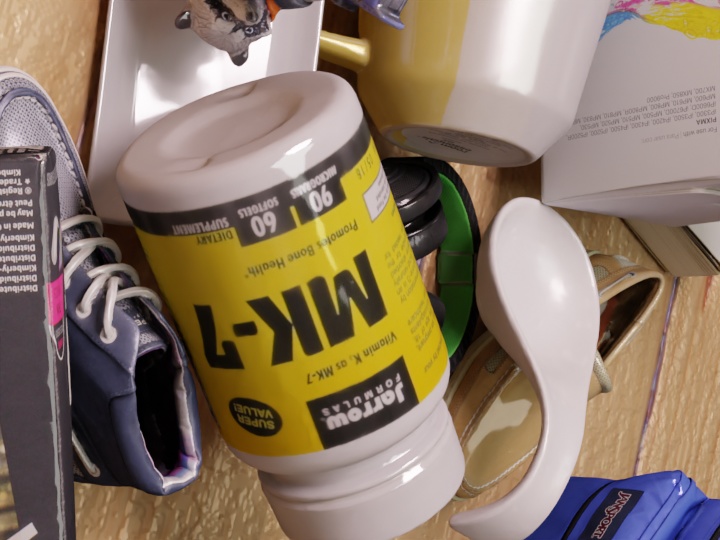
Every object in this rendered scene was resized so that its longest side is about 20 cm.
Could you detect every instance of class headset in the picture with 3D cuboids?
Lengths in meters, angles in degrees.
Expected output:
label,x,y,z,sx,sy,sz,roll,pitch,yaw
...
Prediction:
label,x,y,z,sx,sy,sz,roll,pitch,yaw
headset,0.000,0.000,1.035,0.200,0.094,0.124,-1,91,-62

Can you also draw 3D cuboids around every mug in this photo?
label,x,y,z,sx,sy,sz,roll,pitch,yaw
mug,0.046,-0.140,1.021,0.149,0.186,0.153,32,66,-71

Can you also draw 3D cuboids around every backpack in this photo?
label,x,y,z,sx,sy,sz,roll,pitch,yaw
backpack,0.178,0.206,1.122,0.168,0.200,0.163,52,56,-24

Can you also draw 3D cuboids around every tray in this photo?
label,x,y,z,sx,sy,sz,roll,pitch,yaw
tray,-0.074,-0.116,0.946,0.107,0.022,0.200,8,86,-20

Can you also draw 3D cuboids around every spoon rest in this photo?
label,x,y,z,sx,sy,sz,roll,pitch,yaw
spoon rest,0.096,0.052,1.065,0.099,0.061,0.200,32,57,-38

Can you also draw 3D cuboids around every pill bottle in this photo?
label,x,y,z,sx,sy,sz,roll,pitch,yaw
pill bottle,-0.025,0.021,0.886,0.114,0.114,0.200,-40,120,-38

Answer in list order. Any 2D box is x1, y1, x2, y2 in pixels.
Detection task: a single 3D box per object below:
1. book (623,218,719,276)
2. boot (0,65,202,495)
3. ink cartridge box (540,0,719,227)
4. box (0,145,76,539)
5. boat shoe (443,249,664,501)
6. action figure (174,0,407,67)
label,x,y,z,sx,sy,sz,roll,pitch,yaw
book,0.189,-0.107,1.236,0.200,0.048,0.134,44,59,-36
boot,-0.123,0.004,0.871,0.073,0.090,0.200,-29,113,-42
ink cartridge box,0.198,-0.132,1.111,0.145,0.144,0.200,7,80,-46
box,-0.170,0.052,0.779,0.106,0.122,0.200,-3,96,-7
boat shoe,0.112,0.058,1.135,0.200,0.076,0.072,-52,128,-30
action figure,-0.004,-0.169,0.885,0.193,0.200,0.105,-46,144,7
